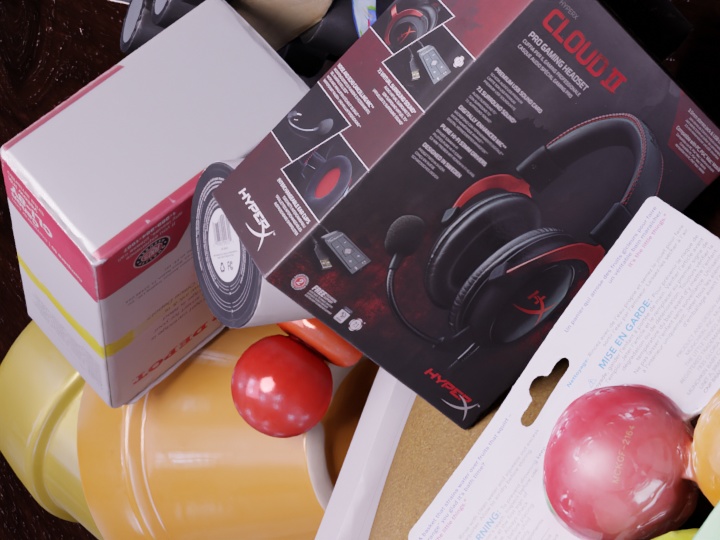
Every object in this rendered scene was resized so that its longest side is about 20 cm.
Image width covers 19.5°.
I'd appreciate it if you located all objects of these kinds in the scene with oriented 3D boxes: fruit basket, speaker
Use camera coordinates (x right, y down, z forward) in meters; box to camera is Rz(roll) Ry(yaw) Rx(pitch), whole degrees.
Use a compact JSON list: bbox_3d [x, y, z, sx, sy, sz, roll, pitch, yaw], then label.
[{"bbox_3d":[0.134,0.092,0.845,0.186,0.094,0.200,-55,44,4],"label":"fruit basket"},{"bbox_3d":[0.022,-0.023,1.028,0.081,0.198,0.082,21,115,59],"label":"speaker"}]

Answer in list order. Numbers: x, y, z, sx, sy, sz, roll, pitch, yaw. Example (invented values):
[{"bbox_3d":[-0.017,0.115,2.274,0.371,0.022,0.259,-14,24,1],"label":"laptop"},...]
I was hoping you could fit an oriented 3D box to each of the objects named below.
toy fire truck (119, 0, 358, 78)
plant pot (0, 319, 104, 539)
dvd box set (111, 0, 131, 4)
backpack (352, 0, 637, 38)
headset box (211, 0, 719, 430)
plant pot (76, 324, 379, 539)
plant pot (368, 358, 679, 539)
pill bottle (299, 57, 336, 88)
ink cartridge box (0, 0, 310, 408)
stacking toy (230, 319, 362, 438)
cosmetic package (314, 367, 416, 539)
[{"bbox_3d":[-0.063,-0.217,1.152,0.176,0.128,0.202,159,126,-67],"label":"toy fire truck"},{"bbox_3d":[-0.130,0.126,1.460,0.189,0.200,0.202,49,140,34],"label":"plant pot"},{"bbox_3d":[-0.084,-0.248,1.283,0.029,0.200,0.148,15,111,28],"label":"dvd box set"},{"bbox_3d":[0.064,-0.160,0.988,0.154,0.162,0.202,-119,26,-62],"label":"backpack"},{"bbox_3d":[0.059,-0.050,0.917,0.200,0.148,0.075,-45,40,8],"label":"headset box"},{"bbox_3d":[-0.036,0.098,1.232,0.183,0.199,0.202,-6,88,52],"label":"plant pot"},{"bbox_3d":[0.079,0.138,0.984,0.187,0.185,0.202,127,149,-58],"label":"plant pot"},{"bbox_3d":[-0.046,-0.080,1.297,0.200,0.115,0.117,-145,55,-62],"label":"pill bottle"},{"bbox_3d":[-0.105,-0.030,1.111,0.083,0.145,0.200,45,160,15],"label":"ink cartridge box"},{"bbox_3d":[0.000,0.000,1.111,0.201,0.085,0.085,-57,22,-9],"label":"stacking toy"},{"bbox_3d":[0.026,0.128,1.081,0.051,0.082,0.201,-36,30,63],"label":"cosmetic package"}]
